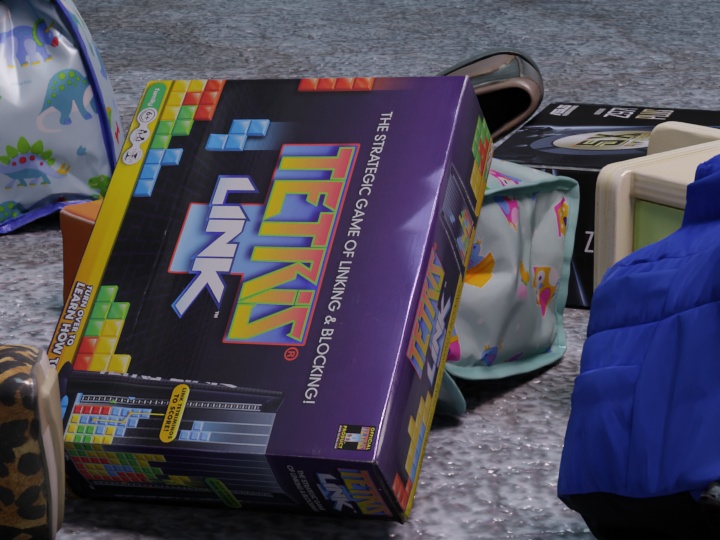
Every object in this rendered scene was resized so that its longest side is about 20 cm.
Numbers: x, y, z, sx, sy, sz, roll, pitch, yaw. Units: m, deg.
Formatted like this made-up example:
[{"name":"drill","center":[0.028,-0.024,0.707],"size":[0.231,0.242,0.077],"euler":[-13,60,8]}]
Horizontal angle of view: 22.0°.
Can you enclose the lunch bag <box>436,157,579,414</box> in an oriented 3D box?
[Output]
[{"name":"lunch bag","center":[0.000,0.000,0.947],"size":[0.169,0.123,0.200],"euler":[9,12,27]}]

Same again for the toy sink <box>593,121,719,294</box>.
[{"name":"toy sink","center":[0.180,0.012,0.884],"size":[0.111,0.132,0.199],"euler":[-13,21,-37]}]

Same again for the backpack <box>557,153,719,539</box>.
[{"name":"backpack","center":[0.171,0.037,0.667],"size":[0.161,0.169,0.200],"euler":[18,-16,-10]}]

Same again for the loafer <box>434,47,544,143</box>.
[{"name":"loafer","center":[0.028,-0.079,1.195],"size":[0.199,0.072,0.063],"euler":[-31,15,8]}]

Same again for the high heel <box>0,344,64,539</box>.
[{"name":"high heel","center":[-0.182,0.073,0.675],"size":[0.141,0.072,0.200],"euler":[0,-20,-16]}]

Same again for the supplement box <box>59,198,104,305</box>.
[{"name":"supplement box","center":[-0.080,-0.018,1.106],"size":[0.068,0.067,0.199],"euler":[15,22,43]}]

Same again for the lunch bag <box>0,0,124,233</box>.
[{"name":"lunch bag","center":[-0.239,-0.145,1.297],"size":[0.126,0.202,0.170],"euler":[-11,18,-9]}]

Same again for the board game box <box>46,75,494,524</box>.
[{"name":"board game box","center":[-0.041,0.007,0.816],"size":[0.164,0.057,0.201],"euler":[0,55,22]}]

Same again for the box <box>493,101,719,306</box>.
[{"name":"box","center":[0.176,-0.044,1.158],"size":[0.162,0.087,0.200],"euler":[5,17,19]}]
